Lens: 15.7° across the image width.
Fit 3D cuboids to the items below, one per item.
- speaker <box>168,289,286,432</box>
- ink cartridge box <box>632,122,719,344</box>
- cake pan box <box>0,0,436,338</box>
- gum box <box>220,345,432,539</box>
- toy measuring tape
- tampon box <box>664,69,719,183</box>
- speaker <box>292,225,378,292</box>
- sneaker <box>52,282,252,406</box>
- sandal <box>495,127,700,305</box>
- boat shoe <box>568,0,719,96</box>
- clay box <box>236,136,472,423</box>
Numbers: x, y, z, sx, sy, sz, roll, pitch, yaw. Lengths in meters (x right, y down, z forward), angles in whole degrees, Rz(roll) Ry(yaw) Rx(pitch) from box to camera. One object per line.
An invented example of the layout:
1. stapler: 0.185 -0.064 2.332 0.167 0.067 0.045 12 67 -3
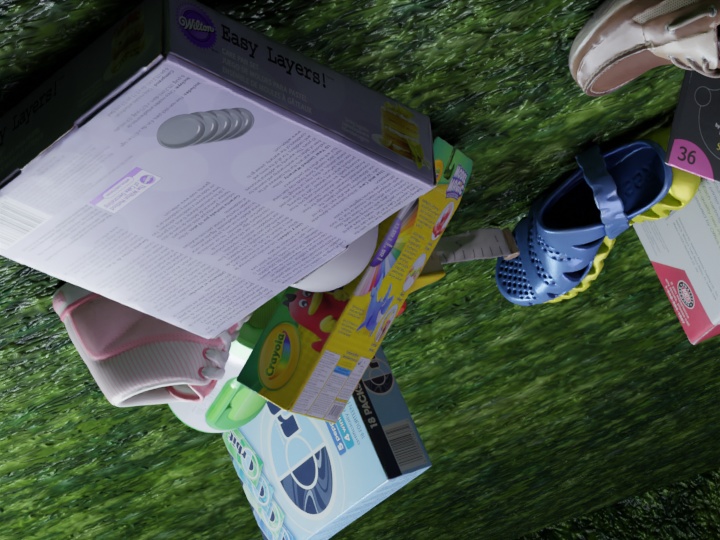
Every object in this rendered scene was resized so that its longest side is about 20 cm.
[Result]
1. speaker: -0.088 0.053 1.854 0.088 0.089 0.200 -18 166 -20
2. ink cartridge box: 0.287 -0.053 1.945 0.083 0.146 0.200 -18 166 -24
3. cake pan box: -0.091 -0.047 1.355 0.184 0.053 0.200 24 138 -34
4. gum box: -0.040 0.107 1.963 0.044 0.171 0.200 -15 164 -34
5. toy measuring tape: 0.028 0.001 1.885 0.199 0.074 0.073 -10 162 -45
6. tampon box: 0.319 -0.109 1.676 0.149 0.127 0.199 23 -160 36
7. speaker: -0.055 -0.035 1.562 0.081 0.082 0.200 -26 167 13
8. sneaker: -0.090 0.027 1.700 0.199 0.105 0.075 -21 165 -13
9. sandal: 0.159 -0.040 1.949 0.087 0.080 0.200 -6 151 -43
10. boat shoe: 0.205 -0.150 1.568 0.075 0.072 0.200 -10 162 -45
11. clay box: 0.000 0.000 1.716 0.201 0.047 0.115 -61 163 1
